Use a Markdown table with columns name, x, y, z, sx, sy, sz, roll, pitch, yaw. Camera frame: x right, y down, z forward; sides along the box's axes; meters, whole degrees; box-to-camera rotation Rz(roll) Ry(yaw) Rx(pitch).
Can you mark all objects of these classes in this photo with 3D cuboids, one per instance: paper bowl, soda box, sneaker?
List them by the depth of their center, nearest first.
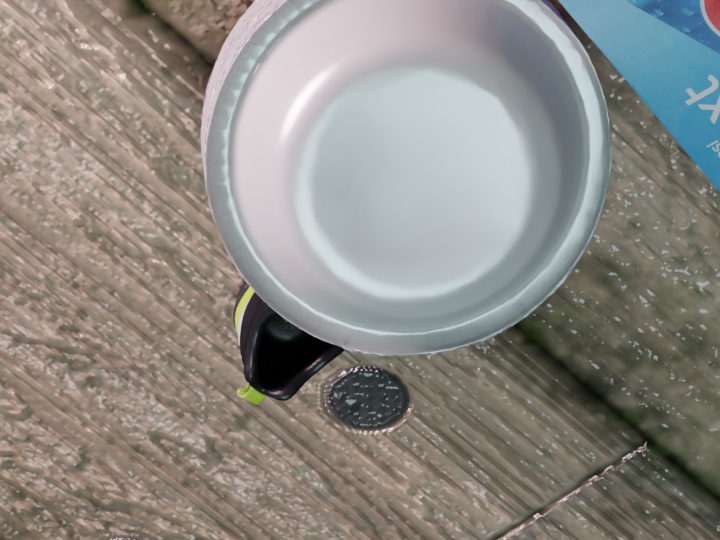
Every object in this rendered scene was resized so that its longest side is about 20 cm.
| name | x | y | z | sx | sy | sz | roll | pitch | yaw |
| --- | --- | --- | --- | --- | --- | --- | --- | --- | --- |
| paper bowl | 0.023 | -0.056 | 1.426 | 0.200 | 0.104 | 0.202 | -1 | 105 | -4 |
| soda box | 0.152 | -0.129 | 1.426 | 0.068 | 0.064 | 0.200 | -29 | 122 | 25 |
| sneaker | 0.000 | 0.000 | 1.529 | 0.072 | 0.083 | 0.200 | 27 | 126 | -17 |
